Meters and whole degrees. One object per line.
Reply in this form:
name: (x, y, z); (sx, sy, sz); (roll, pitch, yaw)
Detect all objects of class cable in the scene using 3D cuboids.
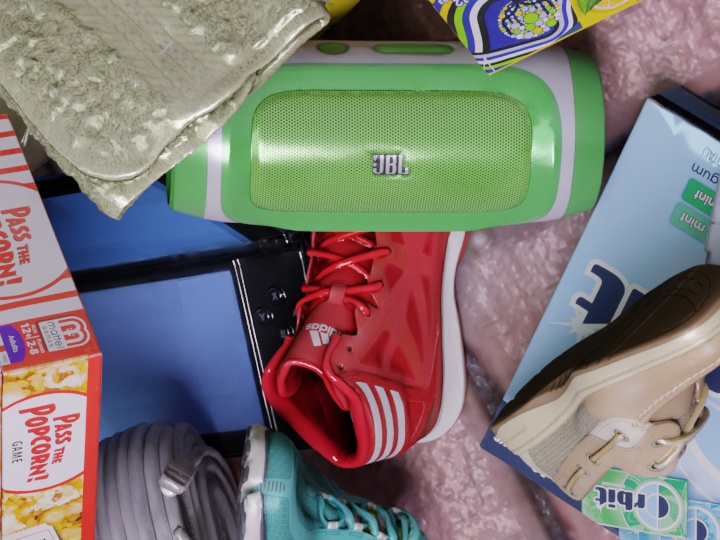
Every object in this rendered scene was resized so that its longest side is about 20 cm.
cable: (-0.082, 0.172, 1.387); (0.069, 0.200, 0.201); (-20, 103, 3)

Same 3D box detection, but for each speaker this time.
speaker: (0.010, -0.064, 1.296); (0.199, 0.088, 0.089); (0, 105, -6)

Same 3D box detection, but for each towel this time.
towel: (-0.120, -0.134, 1.261); (0.148, 0.036, 0.200); (-44, 66, -2)

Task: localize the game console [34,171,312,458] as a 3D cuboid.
game console: (-0.130, 0.028, 1.422); (0.199, 0.118, 0.171); (-8, 98, 29)

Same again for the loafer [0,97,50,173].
loafer: (-0.165, -0.148, 1.336); (0.076, 0.068, 0.201); (-8, 72, 63)

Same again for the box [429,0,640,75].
box: (0.124, -0.169, 1.232); (0.199, 0.064, 0.070); (-26, 49, 17)

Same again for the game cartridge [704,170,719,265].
game cartridge: (0.230, -0.065, 1.225); (0.133, 0.042, 0.201); (12, 90, 16)

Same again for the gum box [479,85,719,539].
gum box: (0.171, 0.042, 1.310); (0.170, 0.045, 0.201); (32, 114, 18)

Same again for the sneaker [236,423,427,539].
sneaker: (-0.010, 0.127, 1.360); (0.079, 0.200, 0.078); (-4, 66, 18)

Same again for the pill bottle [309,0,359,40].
pill bottle: (-0.054, -0.155, 1.340); (0.200, 0.112, 0.113); (-43, 81, 29)

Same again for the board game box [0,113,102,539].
board game box: (-0.162, 0.054, 1.265); (0.200, 0.046, 0.152); (98, 154, -47)

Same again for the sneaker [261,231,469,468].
sneaker: (0.000, 0.000, 1.348); (0.078, 0.115, 0.201); (-7, 101, 28)

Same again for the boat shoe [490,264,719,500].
boat shoe: (0.127, 0.056, 1.242); (0.065, 0.072, 0.200); (48, 150, -1)
